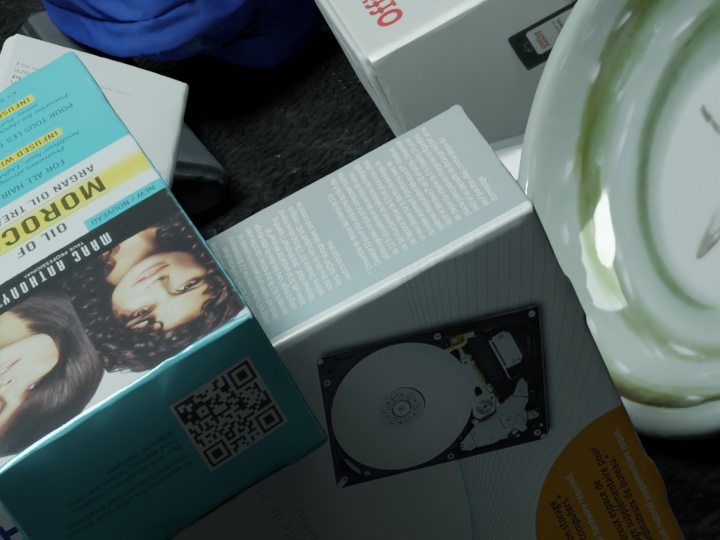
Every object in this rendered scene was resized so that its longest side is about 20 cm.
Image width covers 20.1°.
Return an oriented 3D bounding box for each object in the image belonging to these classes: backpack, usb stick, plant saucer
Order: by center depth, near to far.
[{"bbox_3d":[0.135,-0.037,0.726,0.200,0.050,0.201,-21,64,52],"label":"plant saucer"},{"bbox_3d":[-0.124,-0.083,1.035,0.055,0.033,0.200,-3,30,-28],"label":"usb stick"},{"bbox_3d":[-0.076,-0.187,1.045,0.200,0.168,0.162,-36,30,-23],"label":"backpack"}]

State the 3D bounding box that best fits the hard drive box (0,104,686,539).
[{"bbox_3d":[-0.016,0.067,0.657,0.200,0.156,0.077,-29,33,0],"label":"hard drive box"}]

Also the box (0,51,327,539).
[{"bbox_3d":[-0.086,0.007,0.601,0.082,0.049,0.200,-32,33,-5],"label":"box"}]

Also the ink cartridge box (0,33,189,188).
[{"bbox_3d":[-0.133,0.021,0.806,0.087,0.146,0.200,14,34,-10],"label":"ink cartridge box"}]

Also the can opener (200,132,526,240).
[{"bbox_3d":[0.000,0.000,0.855,0.199,0.053,0.067,-15,66,20],"label":"can opener"}]

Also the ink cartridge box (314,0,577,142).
[{"bbox_3d":[0.086,-0.138,0.936,0.200,0.084,0.146,-29,31,1],"label":"ink cartridge box"}]
